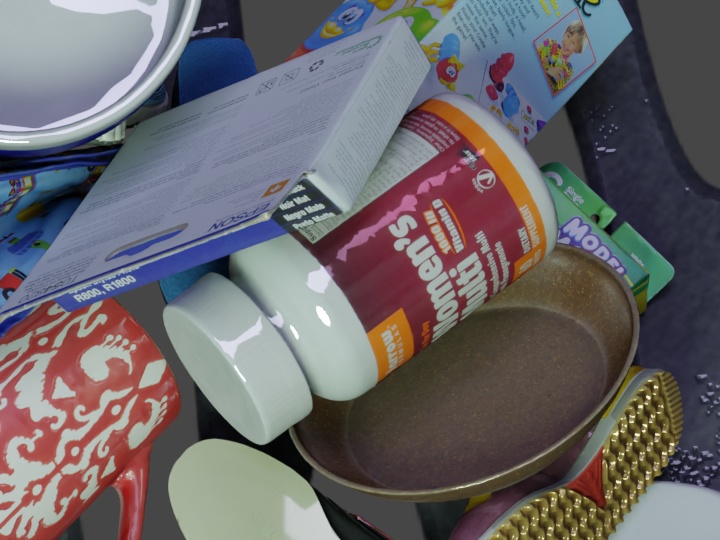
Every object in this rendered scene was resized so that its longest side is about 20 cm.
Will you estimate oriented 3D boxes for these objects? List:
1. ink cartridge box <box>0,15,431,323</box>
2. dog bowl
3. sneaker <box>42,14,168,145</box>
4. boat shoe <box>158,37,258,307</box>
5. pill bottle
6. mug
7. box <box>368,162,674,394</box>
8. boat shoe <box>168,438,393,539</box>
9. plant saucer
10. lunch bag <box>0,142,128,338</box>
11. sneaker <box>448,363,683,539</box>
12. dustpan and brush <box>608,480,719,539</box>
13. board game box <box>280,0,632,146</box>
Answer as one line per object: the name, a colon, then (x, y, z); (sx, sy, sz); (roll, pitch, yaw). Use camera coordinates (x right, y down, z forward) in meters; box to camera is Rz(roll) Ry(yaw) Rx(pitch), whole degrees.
ink cartridge box: (-0.076, -0.041, 1.408); (0.199, 0.041, 0.200); (-19, 25, 35)
dog bowl: (-0.186, -0.162, 1.433); (0.199, 0.079, 0.201); (1, 86, -9)
sneaker: (-0.156, -0.130, 1.566); (0.078, 0.200, 0.090); (1, 102, 1)
boat shoe: (-0.078, -0.044, 1.572); (0.084, 0.069, 0.200); (6, 57, 3)
pill bottle: (0.000, 0.000, 1.423); (0.200, 0.110, 0.110); (-36, 65, -18)
mug: (-0.196, 0.119, 1.468); (0.200, 0.178, 0.133); (-43, 31, -25)
box: (0.077, 0.018, 1.542); (0.200, 0.048, 0.117); (-37, 65, -20)
boat shoe: (-0.021, 0.165, 1.453); (0.201, 0.063, 0.074); (34, 87, 19)
plant saucer: (0.058, 0.061, 1.438); (0.200, 0.037, 0.201); (-14, 36, 11)
lunch bag: (-0.220, -0.023, 1.507); (0.150, 0.094, 0.200); (-11, 13, 32)
sneaker: (0.090, 0.120, 1.443); (0.090, 0.075, 0.200); (13, 42, 42)
dustpan and brush: (0.209, 0.163, 1.454); (0.199, 0.057, 0.140); (-17, 47, 1)
board game box: (0.048, -0.121, 1.566); (0.103, 0.105, 0.200); (11, 50, 50)
